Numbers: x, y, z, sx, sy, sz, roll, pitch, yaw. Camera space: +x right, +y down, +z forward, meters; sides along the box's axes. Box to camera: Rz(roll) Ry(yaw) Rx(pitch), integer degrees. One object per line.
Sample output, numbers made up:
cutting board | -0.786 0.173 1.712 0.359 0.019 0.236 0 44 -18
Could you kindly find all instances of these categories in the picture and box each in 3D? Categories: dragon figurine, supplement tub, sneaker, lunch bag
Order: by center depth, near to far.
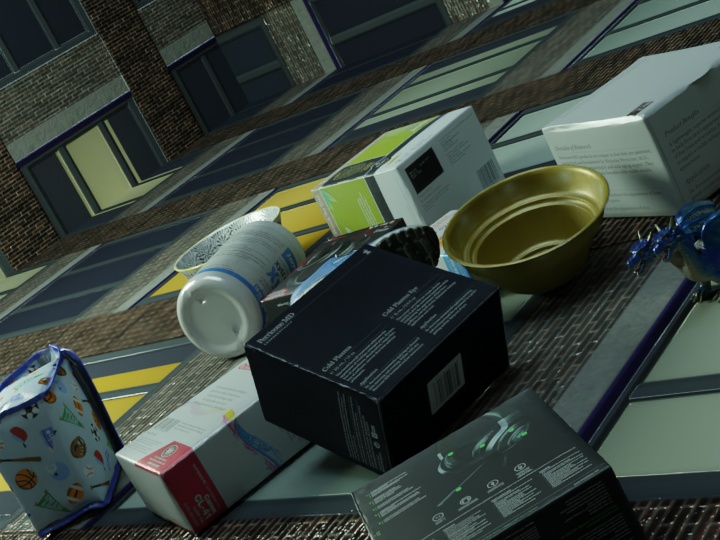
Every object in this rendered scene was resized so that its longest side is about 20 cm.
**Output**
dragon figurine | 0.343 -0.037 1.226 0.199 0.100 0.059 -36 18 -24
sneaker | 0.000 0.000 1.484 0.198 0.079 0.089 -28 24 -7
lunch bag | -0.375 0.199 1.590 0.123 0.172 0.200 -24 15 4
supplement tub | -0.170 0.025 1.855 0.131 0.133 0.200 -19 19 30

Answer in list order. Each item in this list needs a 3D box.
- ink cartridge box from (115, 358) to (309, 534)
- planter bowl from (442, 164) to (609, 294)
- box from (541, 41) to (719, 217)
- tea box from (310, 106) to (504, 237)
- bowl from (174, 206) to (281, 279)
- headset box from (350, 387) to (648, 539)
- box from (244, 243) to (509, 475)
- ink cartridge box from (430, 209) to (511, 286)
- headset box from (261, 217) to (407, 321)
ink cartridge box | -0.150 0.186 1.404 0.199 0.086 0.147 -34 16 -24
planter bowl | 0.199 -0.031 1.455 0.198 0.084 0.201 -20 28 11
box | 0.366 -0.170 1.540 0.198 0.132 0.199 -35 17 -23
tea box | 0.072 -0.127 1.905 0.195 0.135 0.200 -9 25 48
bowl | -0.197 -0.014 2.087 0.199 0.095 0.201 -27 15 8
headset box | 0.098 0.190 0.952 0.173 0.094 0.200 -30 16 -4
box | 0.019 0.085 1.287 0.181 0.105 0.200 20 45 38
ink cartridge box | 0.122 -0.022 1.613 0.115 0.068 0.199 -36 17 -25
headset box | -0.028 0.020 1.726 0.148 0.078 0.200 -15 19 40
